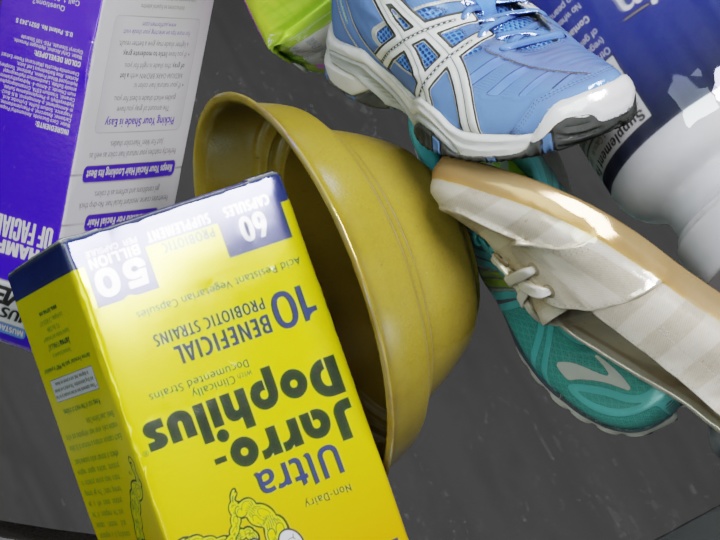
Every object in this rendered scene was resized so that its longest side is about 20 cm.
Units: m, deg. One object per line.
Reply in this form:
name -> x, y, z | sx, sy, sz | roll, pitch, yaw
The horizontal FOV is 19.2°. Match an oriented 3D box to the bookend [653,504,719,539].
bookend -> 0.133, 0.176, 0.907 | 0.200, 0.199, 0.092 | -31, 72, 18

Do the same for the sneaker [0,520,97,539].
sneaker -> -0.153, 0.176, 1.077 | 0.199, 0.073, 0.085 | 5, 89, 30

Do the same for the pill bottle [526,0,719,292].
pill bottle -> 0.146, -0.094, 0.983 | 0.116, 0.116, 0.200 | -34, 72, 12

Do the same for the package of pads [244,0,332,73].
package of pads -> 0.017, -0.207, 1.073 | 0.200, 0.068, 0.155 | -30, 72, 14

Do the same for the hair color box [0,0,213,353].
hair color box -> -0.137, -0.066, 1.061 | 0.065, 0.109, 0.201 | 15, 100, 23

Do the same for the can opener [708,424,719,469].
can opener -> 0.259, 0.057, 0.961 | 0.199, 0.053, 0.067 | -7, 47, 19

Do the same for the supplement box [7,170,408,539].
supplement box -> -0.068, 0.072, 0.971 | 0.109, 0.109, 0.201 | -20, 90, -23

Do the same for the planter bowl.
planter bowl -> 0.000, 0.000, 1.013 | 0.083, 0.201, 0.201 | -20, 71, -21

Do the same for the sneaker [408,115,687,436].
sneaker -> 0.083, -0.005, 1.010 | 0.077, 0.080, 0.200 | -39, 71, 10

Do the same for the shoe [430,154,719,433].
shoe -> 0.112, 0.015, 0.936 | 0.200, 0.070, 0.053 | 31, 84, 3

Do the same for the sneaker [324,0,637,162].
sneaker -> 0.044, -0.103, 0.952 | 0.200, 0.076, 0.077 | 26, 130, 48
